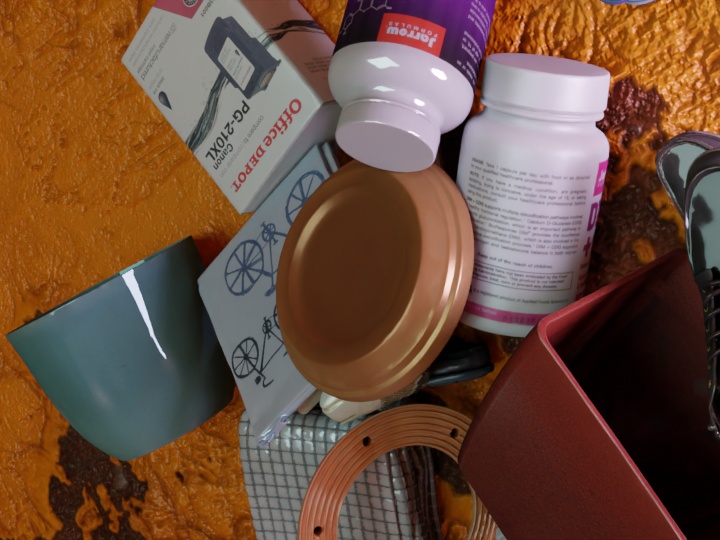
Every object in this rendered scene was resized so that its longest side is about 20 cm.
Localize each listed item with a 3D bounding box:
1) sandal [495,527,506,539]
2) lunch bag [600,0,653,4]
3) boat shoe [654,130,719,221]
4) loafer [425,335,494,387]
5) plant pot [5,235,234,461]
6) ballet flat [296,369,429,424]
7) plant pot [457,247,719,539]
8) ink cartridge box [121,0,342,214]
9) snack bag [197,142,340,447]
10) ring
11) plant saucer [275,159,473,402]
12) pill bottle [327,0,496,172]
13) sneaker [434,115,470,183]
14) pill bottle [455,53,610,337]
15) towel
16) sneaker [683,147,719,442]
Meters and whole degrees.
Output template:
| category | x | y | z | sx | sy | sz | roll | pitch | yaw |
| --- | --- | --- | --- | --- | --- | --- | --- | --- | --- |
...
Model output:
| category | x | y | z | sx | sy | sz | roll | pitch | yaw |
| --- | --- | --- | --- | --- | --- | --- | --- | --- | --- |
| sandal | 0.147 | 0.220 | 1.067 | 0.082 | 0.049 | 0.204 | 157 | 117 | -72 |
| lunch bag | 0.220 | -0.290 | 0.889 | 0.199 | 0.082 | 0.162 | -26 | 82 | 36 |
| boat shoe | 0.282 | -0.020 | 0.908 | 0.200 | 0.073 | 0.075 | 50 | 124 | 17 |
| loafer | 0.026 | 0.070 | 1.125 | 0.199 | 0.072 | 0.063 | -7 | 93 | 40 |
| plant pot | -0.213 | 0.083 | 1.232 | 0.200 | 0.200 | 0.162 | -23 | 98 | 38 |
| ballet flat | -0.025 | 0.092 | 1.080 | 0.199 | 0.075 | 0.068 | 7 | 141 | 50 |
| plant pot | 0.191 | 0.134 | 0.946 | 0.200 | 0.199 | 0.176 | 56 | 135 | 13 |
| ink cartridge box | -0.103 | -0.173 | 1.151 | 0.200 | 0.084 | 0.145 | 51 | 125 | 16 |
| snack bag | -0.055 | 0.019 | 1.088 | 0.189 | 0.021 | 0.201 | -46 | 49 | 24 |
| ring | 0.037 | 0.209 | 1.083 | 0.019 | 0.199 | 0.202 | -161 | 65 | -63 |
| plant saucer | 0.000 | 0.000 | 0.997 | 0.199 | 0.037 | 0.202 | -16 | 65 | 39 |
| pill bottle | 0.041 | -0.182 | 0.974 | 0.112 | 0.112 | 0.201 | -2 | 65 | 37 |
| sneaker | 0.047 | -0.071 | 1.082 | 0.090 | 0.067 | 0.202 | 5 | 104 | 43 |
| pill bottle | 0.129 | -0.060 | 0.988 | 0.113 | 0.113 | 0.201 | 19 | 112 | 32 |
| towel | -0.012 | 0.208 | 1.166 | 0.165 | 0.086 | 0.201 | -1 | 110 | 29 |
| sneaker | 0.252 | 0.021 | 0.831 | 0.074 | 0.106 | 0.201 | -16 | 95 | 32 |
